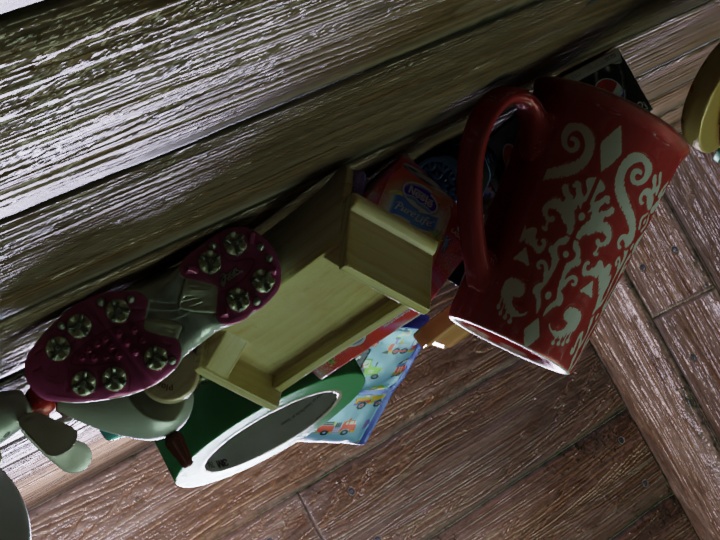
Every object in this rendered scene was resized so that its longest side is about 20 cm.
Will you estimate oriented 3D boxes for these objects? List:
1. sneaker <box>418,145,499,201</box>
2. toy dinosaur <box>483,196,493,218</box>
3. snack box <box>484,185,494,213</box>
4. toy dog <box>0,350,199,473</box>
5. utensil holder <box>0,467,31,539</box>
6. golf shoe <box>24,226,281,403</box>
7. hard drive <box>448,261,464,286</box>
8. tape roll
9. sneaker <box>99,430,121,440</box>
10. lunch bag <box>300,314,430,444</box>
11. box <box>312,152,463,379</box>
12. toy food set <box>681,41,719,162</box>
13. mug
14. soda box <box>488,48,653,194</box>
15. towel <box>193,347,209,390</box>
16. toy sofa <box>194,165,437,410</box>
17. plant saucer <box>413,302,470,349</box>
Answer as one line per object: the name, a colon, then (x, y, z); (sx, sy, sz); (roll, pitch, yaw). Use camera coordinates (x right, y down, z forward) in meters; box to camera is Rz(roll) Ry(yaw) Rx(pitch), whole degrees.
sneaker: (0.051, -0.040, 1.431); (0.078, 0.070, 0.200); (-24, 165, -47)
toy dinosaur: (0.139, -0.064, 1.401); (0.200, 0.058, 0.102); (127, -14, -65)
snack box: (0.103, -0.049, 1.581); (0.201, 0.024, 0.072); (-52, 176, -9)
toy dog: (-0.209, 0.126, 1.267); (0.198, 0.097, 0.132); (-18, 168, 10)
utensil holder: (-0.367, 0.241, 1.381); (0.169, 0.171, 0.200); (-28, 173, -18)
golf shoe: (-0.149, 0.041, 1.142); (0.199, 0.076, 0.091); (-27, 178, -24)
hard drive: (0.148, -0.034, 1.551); (0.134, 0.042, 0.200); (-38, 177, 15)
tape roll: (-0.092, 0.128, 1.469); (0.199, 0.048, 0.201); (-28, 163, -9)
sneaker: (-0.175, 0.128, 1.558); (0.198, 0.078, 0.091); (-16, -161, 29)
lunch bag: (-0.030, 0.087, 1.607); (0.149, 0.095, 0.200); (5, 144, -27)
box: (0.000, 0.000, 1.329); (0.103, 0.095, 0.200); (-51, -173, -32)
toy food set: (0.314, -0.180, 1.247); (0.198, 0.048, 0.202); (-1, 111, -67)
mug: (0.138, -0.041, 1.250); (0.202, 0.176, 0.133); (-65, -173, -4)
soda box: (0.179, -0.125, 1.446); (0.070, 0.064, 0.200); (-28, 176, -24)
towel: (-0.124, 0.066, 1.490); (0.199, 0.037, 0.148); (-32, -159, -1)
toy sofa: (-0.036, 0.015, 1.204); (0.199, 0.082, 0.098); (-35, -142, 40)
plant saucer: (0.138, 0.014, 1.492); (0.199, 0.032, 0.200); (-35, 176, -3)
